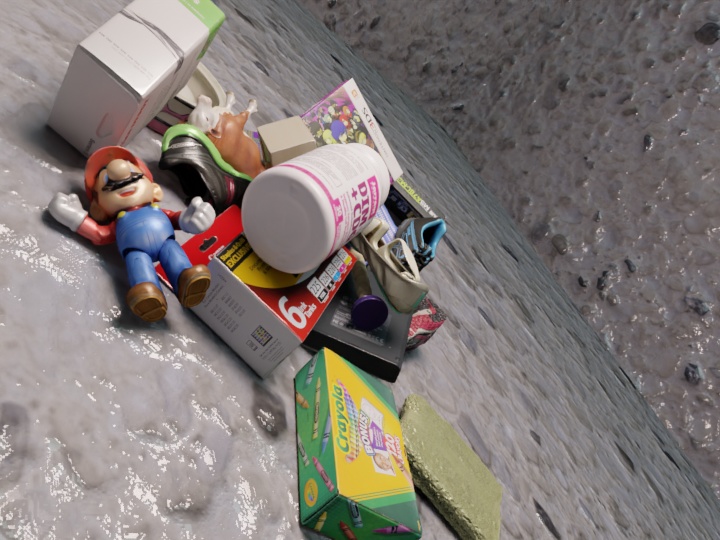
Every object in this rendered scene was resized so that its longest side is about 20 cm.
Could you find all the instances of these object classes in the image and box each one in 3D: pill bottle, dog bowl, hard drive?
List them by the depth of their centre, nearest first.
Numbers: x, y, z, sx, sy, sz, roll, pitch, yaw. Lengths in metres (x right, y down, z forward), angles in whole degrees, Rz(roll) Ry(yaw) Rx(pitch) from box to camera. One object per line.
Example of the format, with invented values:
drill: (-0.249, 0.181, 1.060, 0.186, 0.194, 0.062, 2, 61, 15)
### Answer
pill bottle: (-0.042, -0.084, 0.720, 0.114, 0.113, 0.200, 46, 32, 1)
hard drive: (0.005, 0.062, 0.869, 0.137, 0.033, 0.201, 22, 30, 1)
dog bowl: (-0.300, -0.284, 0.933, 0.199, 0.074, 0.202, 39, 23, -20)

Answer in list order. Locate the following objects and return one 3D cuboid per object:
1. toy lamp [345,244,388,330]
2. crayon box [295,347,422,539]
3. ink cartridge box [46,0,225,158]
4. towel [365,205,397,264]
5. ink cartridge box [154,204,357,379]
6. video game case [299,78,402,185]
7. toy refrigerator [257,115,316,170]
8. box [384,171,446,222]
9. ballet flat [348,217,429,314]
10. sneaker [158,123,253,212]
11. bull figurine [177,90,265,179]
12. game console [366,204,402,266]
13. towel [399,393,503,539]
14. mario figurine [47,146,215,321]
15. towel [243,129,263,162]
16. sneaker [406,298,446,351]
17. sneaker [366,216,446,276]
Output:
toy lamp: (0.000, 0.000, 0.876, 0.058, 0.058, 0.202, 34, 23, -29)
crayon box: (-0.008, 0.193, 0.669, 0.118, 0.058, 0.202, 36, 24, -28)
ink cartridge box: (-0.264, -0.240, 0.729, 0.084, 0.145, 0.202, 39, 46, -16)
towel: (-0.021, -0.075, 1.021, 0.198, 0.024, 0.147, -25, 86, -39)
ink cartridge box: (-0.116, -0.006, 0.735, 0.175, 0.084, 0.201, 44, 32, -7)
video game case: (-0.035, -0.178, 0.982, 0.200, 0.035, 0.183, -45, 114, -33)
toy refrigerator: (-0.092, -0.101, 0.860, 0.076, 0.068, 0.203, -121, -161, -46)
box: (0.039, -0.121, 1.165, 0.200, 0.193, 0.048, 45, 57, -6)
ballet flat: (0.027, -0.032, 0.823, 0.067, 0.064, 0.201, 14, 36, -54)
sneaker: (-0.200, -0.108, 0.844, 0.199, 0.076, 0.085, 41, 55, -34)
bull figurine: (-0.183, -0.187, 0.902, 0.123, 0.064, 0.202, -64, 144, -31)
game console: (0.003, -0.046, 1.050, 0.200, 0.177, 0.116, 42, -8, -12)
towel: (0.117, 0.268, 0.813, 0.200, 0.036, 0.148, 48, 21, 0)
mario figurine: (-0.228, -0.056, 0.616, 0.122, 0.106, 0.202, 6, 44, -56)
towel: (-0.135, -0.197, 1.060, 0.195, 0.023, 0.145, 7, 34, -17)
sneaker: (0.061, 0.098, 0.966, 0.197, 0.076, 0.081, -2, 39, -47)
sneaker: (0.073, -0.018, 1.013, 0.073, 0.081, 0.202, 46, 58, -26)
